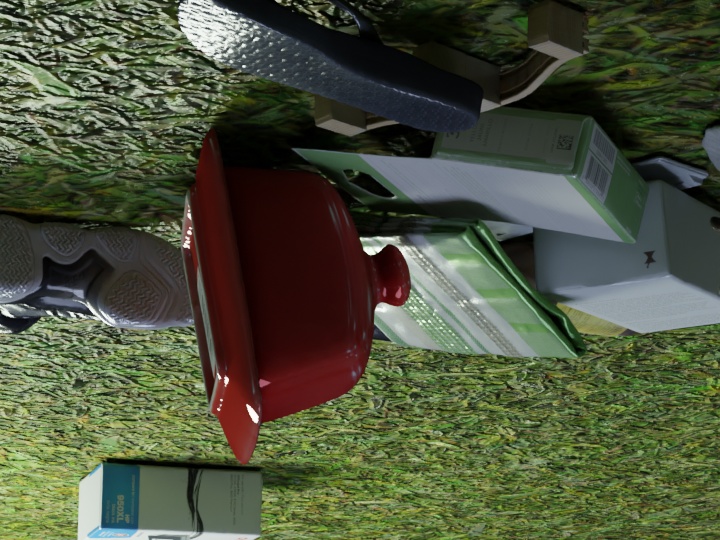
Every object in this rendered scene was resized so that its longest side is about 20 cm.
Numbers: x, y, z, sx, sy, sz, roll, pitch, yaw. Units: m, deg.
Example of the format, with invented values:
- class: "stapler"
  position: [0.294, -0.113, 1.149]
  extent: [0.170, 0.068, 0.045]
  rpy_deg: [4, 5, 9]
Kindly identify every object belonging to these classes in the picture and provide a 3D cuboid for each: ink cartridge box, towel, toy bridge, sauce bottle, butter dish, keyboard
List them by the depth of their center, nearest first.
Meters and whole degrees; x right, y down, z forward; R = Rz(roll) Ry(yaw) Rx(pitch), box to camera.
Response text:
- class: "toy bridge"
  position: [0.059, -0.115, 1.248]
  extent: [0.067, 0.027, 0.200]
  rpy_deg: [14, 159, -42]
- class: "ink cartridge box"
  position: [0.075, -0.068, 1.377]
  extent: [0.200, 0.048, 0.146]
  rpy_deg: [10, 169, 25]
- class: "butter dish"
  position: [-0.039, 0.014, 1.419]
  extent: [0.148, 0.200, 0.199]
  rpy_deg: [-9, 166, -10]
- class: "towel"
  position: [0.055, 0.008, 1.494]
  extent: [0.200, 0.031, 0.149]
  rpy_deg: [2, 144, 50]
- class: "keyboard"
  position: [0.154, -0.052, 1.501]
  extent: [0.056, 0.011, 0.200]
  rpy_deg: [21, 154, -40]
- class: "sauce bottle"
  position: [0.139, 0.012, 1.599]
  extent: [0.200, 0.065, 0.065]
  rpy_deg: [8, 163, -40]
- class: "ink cartridge box"
  position: [-0.231, 0.289, 2.529]
  extent: [0.200, 0.084, 0.145]
  rpy_deg: [5, 164, -17]

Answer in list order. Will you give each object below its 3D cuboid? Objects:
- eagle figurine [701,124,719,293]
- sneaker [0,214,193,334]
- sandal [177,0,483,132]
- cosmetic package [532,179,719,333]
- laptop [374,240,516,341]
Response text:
- class: "eagle figurine"
  position: [0.330, -0.040, 1.389]
  extent: [0.200, 0.151, 0.152]
  rpy_deg: [-24, -141, -26]
- class: "sneaker"
  position: [-0.221, 0.010, 1.602]
  extent: [0.200, 0.076, 0.114]
  rpy_deg: [12, 162, -17]
- class: "sandal"
  position: [-0.018, -0.127, 1.171]
  extent: [0.200, 0.043, 0.076]
  rpy_deg: [19, 164, -35]
- class: "cosmetic package"
  position: [0.210, -0.007, 1.512]
  extent: [0.101, 0.071, 0.200]
  rpy_deg: [-9, 167, 27]
- class: "laptop"
  position: [0.000, 0.000, 1.674]
  extent: [0.177, 0.103, 0.200]
  rpy_deg: [6, 137, -22]
